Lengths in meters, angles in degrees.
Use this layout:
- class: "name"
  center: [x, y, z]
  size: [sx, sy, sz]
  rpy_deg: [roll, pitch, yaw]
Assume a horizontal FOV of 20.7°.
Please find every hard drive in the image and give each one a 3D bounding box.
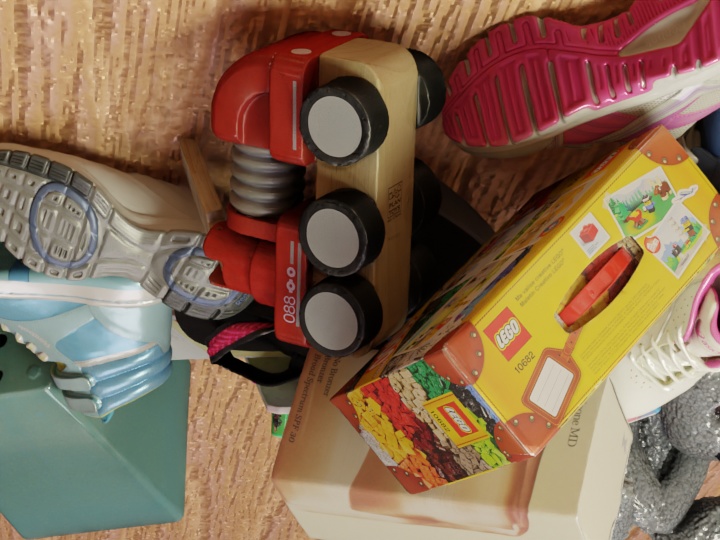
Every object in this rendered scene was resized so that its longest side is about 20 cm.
- class: "hard drive"
  center: [0.033, 0.009, 1.350]
  size: [0.135, 0.042, 0.200]
  rpy_deg: [-47, 144, 5]

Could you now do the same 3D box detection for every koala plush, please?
- class: "koala plush"
  center: [0.257, 0.110, 1.572]
  size: [0.176, 0.185, 0.200]
  rpy_deg: [17, 129, -34]

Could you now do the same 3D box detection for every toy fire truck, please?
- class: "toy fire truck"
  center: [-0.052, -0.060, 1.174]
  size: [0.198, 0.178, 0.128]
  rpy_deg: [13, -155, 26]

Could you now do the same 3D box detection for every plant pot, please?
- class: "plant pot"
  center: [-0.232, 0.098, 1.498]
  size: [0.140, 0.143, 0.200]
  rpy_deg: [-8, 151, 15]

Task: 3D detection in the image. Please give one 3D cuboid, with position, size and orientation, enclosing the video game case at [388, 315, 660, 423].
- class: "video game case"
  center: [0.078, 0.077, 1.306]
  size: [0.199, 0.018, 0.143]
  rpy_deg: [-24, 126, 37]

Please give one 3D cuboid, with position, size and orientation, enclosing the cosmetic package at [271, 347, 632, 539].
- class: "cosmetic package"
  center: [0.058, 0.116, 1.219]
  size: [0.198, 0.104, 0.087]
  rpy_deg: [4, 149, 21]

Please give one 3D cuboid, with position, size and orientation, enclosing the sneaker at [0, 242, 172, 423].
- class: "sneaker"
  center: [-0.220, 0.043, 1.361]
  size: [0.198, 0.080, 0.132]
  rpy_deg: [5, 120, 15]

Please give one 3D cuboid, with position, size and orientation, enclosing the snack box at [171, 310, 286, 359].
- class: "snack box"
  center: [-0.102, 0.025, 1.413]
  size: [0.198, 0.037, 0.116]
  rpy_deg: [-3, 154, 28]

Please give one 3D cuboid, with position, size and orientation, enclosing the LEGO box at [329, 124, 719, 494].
- class: "LEGO box"
  center: [0.097, 0.025, 1.111]
  size: [0.077, 0.200, 0.149]
  rpy_deg: [49, 151, -6]

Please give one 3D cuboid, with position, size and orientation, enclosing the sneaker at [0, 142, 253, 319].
- class: "sneaker"
  center: [-0.159, -0.032, 1.281]
  size: [0.199, 0.087, 0.075]
  rpy_deg: [24, 112, -17]

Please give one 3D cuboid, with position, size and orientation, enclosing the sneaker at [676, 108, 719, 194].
- class: "sneaker"
  center: [0.179, -0.041, 1.224]
  size: [0.145, 0.081, 0.202]
  rpy_deg: [1, 124, 9]

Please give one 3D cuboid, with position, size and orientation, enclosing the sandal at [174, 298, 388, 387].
- class: "sandal"
  center: [-0.063, 0.050, 1.307]
  size: [0.199, 0.045, 0.075]
  rpy_deg: [6, 156, 48]

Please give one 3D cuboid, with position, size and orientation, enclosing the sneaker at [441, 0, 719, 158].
- class: "sneaker"
  center: [0.144, -0.103, 1.143]
  size: [0.198, 0.082, 0.088]
  rpy_deg: [-13, 152, 25]

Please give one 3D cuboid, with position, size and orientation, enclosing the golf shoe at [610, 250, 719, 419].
- class: "golf shoe"
  center: [0.195, 0.031, 1.168]
  size: [0.075, 0.092, 0.200]
  rpy_deg: [35, 127, -6]

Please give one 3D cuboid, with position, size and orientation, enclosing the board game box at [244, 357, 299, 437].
- class: "board game box"
  center: [0.018, 0.090, 1.474]
  size: [0.198, 0.026, 0.200]
  rpy_deg: [1, -170, -9]
